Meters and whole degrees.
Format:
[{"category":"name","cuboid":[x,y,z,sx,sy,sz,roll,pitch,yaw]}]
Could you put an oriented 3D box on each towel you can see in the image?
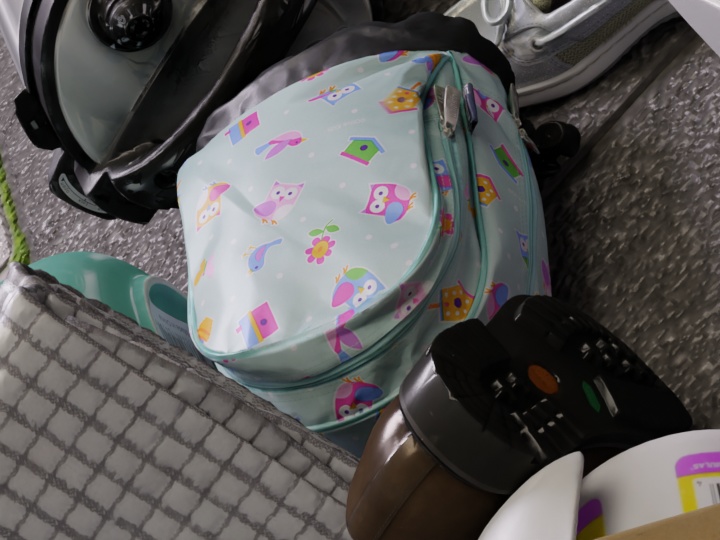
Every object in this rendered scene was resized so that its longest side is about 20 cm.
[{"category":"towel","cuboid":[-0.078,0.114,0.980,0.166,0.199,0.086,-58,12,3]}]

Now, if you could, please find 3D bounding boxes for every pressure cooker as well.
[{"category":"pressure cooker","cuboid":[-0.083,-0.125,1.271,0.177,0.177,0.200,-15,34,-11]}]

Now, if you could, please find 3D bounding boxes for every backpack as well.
[{"category":"backpack","cuboid":[0.000,0.000,1.090,0.166,0.127,0.201,-31,39,20]}]

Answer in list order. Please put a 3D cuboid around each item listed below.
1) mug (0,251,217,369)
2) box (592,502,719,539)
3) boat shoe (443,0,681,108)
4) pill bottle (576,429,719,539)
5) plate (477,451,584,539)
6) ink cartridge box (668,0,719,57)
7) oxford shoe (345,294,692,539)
[{"category":"mug","cuboid":[-0.106,0.075,1.103,0.114,0.152,0.185,-34,20,12]},{"category":"box","cuboid":[0.078,0.145,0.729,0.199,0.021,0.164,-16,56,-1]},{"category":"boat shoe","cuboid":[0.102,-0.131,1.164,0.201,0.065,0.075,-23,39,35]},{"category":"pill bottle","cuboid":[0.113,0.149,0.810,0.104,0.104,0.201,-33,35,23]},{"category":"plate","cuboid":[0.019,0.184,0.848,0.200,0.032,0.200,110,171,-51]},{"category":"ink cartridge box","cuboid":[0.222,-0.145,1.014,0.200,0.084,0.145,-48,32,-2]},{"category":"oxford shoe","cuboid":[0.050,0.059,0.935,0.073,0.200,0.085,47,113,20]}]
